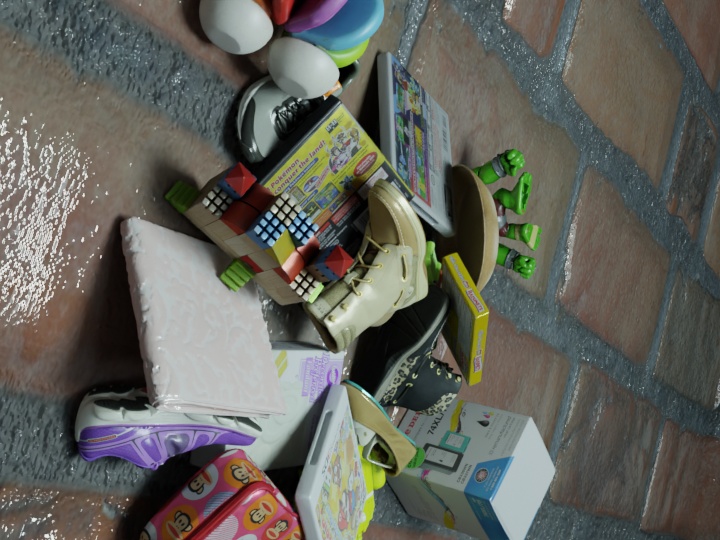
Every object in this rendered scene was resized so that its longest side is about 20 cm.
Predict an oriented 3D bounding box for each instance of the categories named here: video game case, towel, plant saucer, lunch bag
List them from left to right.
[{"bbox_3d":[-0.164,0.056,0.990,0.190,0.032,0.202,21,46,-54],"label":"towel"},{"bbox_3d":[-0.157,0.306,1.061,0.176,0.082,0.201,-41,144,-10],"label":"lunch bag"},{"bbox_3d":[-0.051,-0.075,1.120,0.200,0.025,0.181,-46,132,-3],"label":"video game case"},{"bbox_3d":[-0.031,0.276,1.169,0.183,0.023,0.201,-71,157,-51],"label":"video game case"},{"bbox_3d":[0.077,-0.169,1.298,0.182,0.023,0.202,34,49,-52],"label":"video game case"},{"bbox_3d":[0.154,-0.051,1.356,0.035,0.200,0.202,-1,101,-14],"label":"plant saucer"}]

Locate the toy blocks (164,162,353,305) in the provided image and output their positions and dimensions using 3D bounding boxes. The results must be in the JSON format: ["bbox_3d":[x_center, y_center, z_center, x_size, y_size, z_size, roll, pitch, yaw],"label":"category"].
[{"bbox_3d":[-0.096,-0.037,0.981,0.200,0.136,0.100,44,68,-15],"label":"toy blocks"}]

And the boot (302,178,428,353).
[{"bbox_3d":[0.000,0.000,1.132,0.155,0.073,0.201,-33,143,-17],"label":"boot"}]

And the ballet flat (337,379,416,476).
[{"bbox_3d":[0.017,0.219,1.269,0.063,0.068,0.200,-57,135,-17],"label":"ballet flat"}]

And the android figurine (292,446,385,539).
[{"bbox_3d":[-0.028,0.306,1.306,0.181,0.041,0.202,-24,115,-49],"label":"android figurine"}]

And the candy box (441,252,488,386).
[{"bbox_3d":[0.141,0.071,1.312,0.026,0.103,0.201,-22,149,-10],"label":"candy box"}]

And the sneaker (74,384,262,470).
[{"bbox_3d":[-0.201,0.168,0.995,0.198,0.081,0.084,7,107,-28],"label":"sneaker"}]

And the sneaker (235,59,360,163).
[{"bbox_3d":[-0.073,-0.199,1.098,0.201,0.079,0.074,-53,138,-31],"label":"sneaker"}]

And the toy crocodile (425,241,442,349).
[{"bbox_3d":[0.089,0.043,1.349,0.068,0.061,0.201,-74,172,-48],"label":"toy crocodile"}]

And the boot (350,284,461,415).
[{"bbox_3d":[0.092,0.118,1.330,0.153,0.074,0.204,20,113,-42],"label":"boot"}]

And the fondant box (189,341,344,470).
[{"bbox_3d":[-0.108,0.162,1.148,0.199,0.058,0.146,7,92,-55],"label":"fondant box"}]

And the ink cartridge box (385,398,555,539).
[{"bbox_3d":[0.159,0.296,1.423,0.147,0.199,0.147,-56,136,-29],"label":"ink cartridge box"}]

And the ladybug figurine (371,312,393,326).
[{"bbox_3d":[0.011,-0.029,1.255,0.135,0.071,0.202,0,98,-53],"label":"ladybug figurine"}]

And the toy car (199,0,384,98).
[{"bbox_3d":[-0.060,-0.298,1.006,0.199,0.150,0.176,31,70,-25],"label":"toy car"}]

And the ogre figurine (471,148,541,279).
[{"bbox_3d":[0.208,-0.090,1.472,0.099,0.119,0.201,-59,140,-33],"label":"ogre figurine"}]
